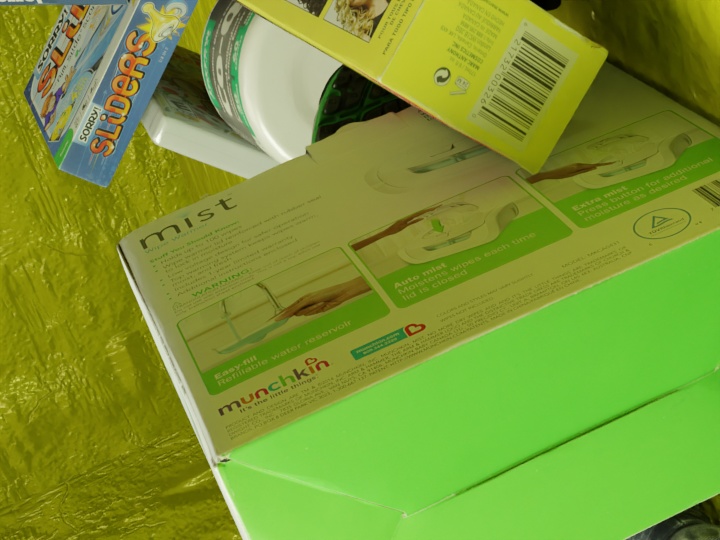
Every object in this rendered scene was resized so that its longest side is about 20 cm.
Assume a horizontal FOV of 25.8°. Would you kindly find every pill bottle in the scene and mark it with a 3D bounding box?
[{"bbox_3d":[-0.027,-0.115,0.870,0.200,0.112,0.114,-142,29,-72],"label":"pill bottle"}]

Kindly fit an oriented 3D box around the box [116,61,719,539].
[{"bbox_3d":[0.034,0.017,0.544,0.177,0.199,0.097,49,161,62],"label":"box"}]

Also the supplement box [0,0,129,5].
[{"bbox_3d":[-0.197,-0.282,0.855,0.200,0.133,0.201,78,-167,-60],"label":"supplement box"}]

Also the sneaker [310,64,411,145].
[{"bbox_3d":[0.000,0.000,0.732,0.085,0.077,0.202,-175,85,-65],"label":"sneaker"}]

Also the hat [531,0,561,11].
[{"bbox_3d":[0.005,-0.171,0.561,0.200,0.081,0.201,26,-173,-3],"label":"hat"}]

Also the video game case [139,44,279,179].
[{"bbox_3d":[-0.063,-0.093,1.022,0.023,0.199,0.182,-62,30,16],"label":"video game case"}]

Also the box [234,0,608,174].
[{"bbox_3d":[0.005,-0.097,0.577,0.075,0.050,0.200,26,-173,-31],"label":"box"}]

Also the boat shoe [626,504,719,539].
[{"bbox_3d":[0.153,0.192,0.696,0.091,0.070,0.202,-132,22,-77],"label":"boat shoe"}]

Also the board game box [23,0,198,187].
[{"bbox_3d":[-0.139,-0.167,0.955,0.034,0.201,0.135,20,-164,-29],"label":"board game box"}]
